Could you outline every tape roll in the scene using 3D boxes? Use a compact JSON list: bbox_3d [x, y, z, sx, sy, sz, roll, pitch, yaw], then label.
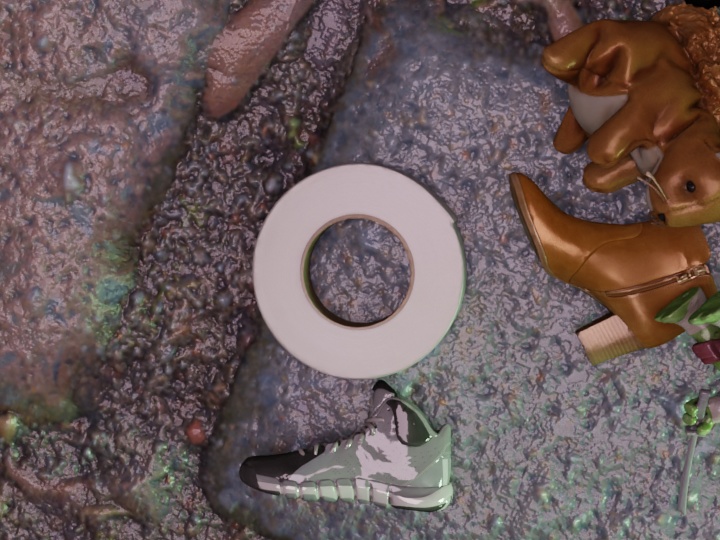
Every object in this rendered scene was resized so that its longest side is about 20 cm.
[{"bbox_3d":[0.000,0.000,1.582,0.202,0.037,0.204,1,95,9],"label":"tape roll"}]

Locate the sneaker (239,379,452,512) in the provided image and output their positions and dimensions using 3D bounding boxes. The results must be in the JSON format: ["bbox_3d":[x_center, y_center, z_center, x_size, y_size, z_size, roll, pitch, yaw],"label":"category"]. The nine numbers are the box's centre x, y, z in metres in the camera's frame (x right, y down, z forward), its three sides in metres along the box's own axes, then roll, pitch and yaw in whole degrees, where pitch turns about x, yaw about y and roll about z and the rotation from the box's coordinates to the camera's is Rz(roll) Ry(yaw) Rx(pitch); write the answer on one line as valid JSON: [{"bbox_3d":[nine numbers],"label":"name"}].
[{"bbox_3d":[-0.009,0.156,1.587,0.199,0.075,0.116,6,91,-2],"label":"sneaker"}]

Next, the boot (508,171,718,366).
[{"bbox_3d":[0.233,-0.026,1.536,0.144,0.071,0.202,-27,96,4],"label":"boot"}]

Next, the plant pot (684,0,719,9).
[{"bbox_3d":[0.357,-0.340,1.428,0.199,0.177,0.200,-10,93,10],"label":"plant pot"}]

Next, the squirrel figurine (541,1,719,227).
[{"bbox_3d":[0.280,-0.130,1.461,0.200,0.142,0.187,-30,56,-16],"label":"squirrel figurine"}]

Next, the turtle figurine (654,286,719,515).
[{"bbox_3d":[0.318,0.122,1.470,0.200,0.144,0.194,-31,99,17],"label":"turtle figurine"}]
